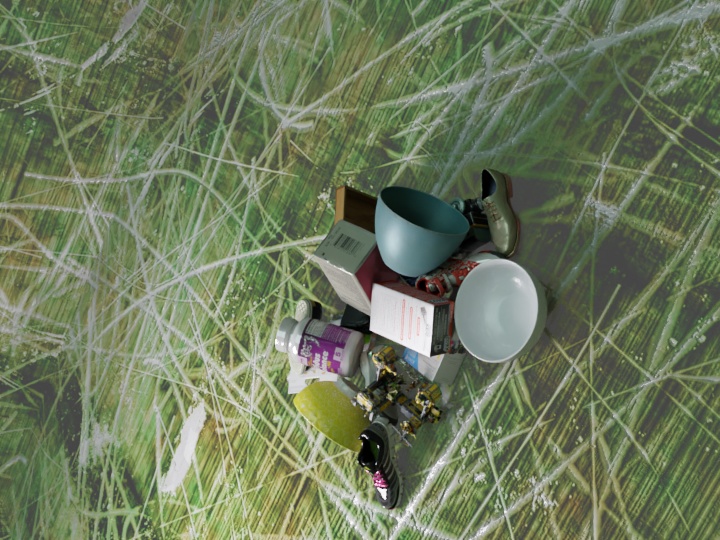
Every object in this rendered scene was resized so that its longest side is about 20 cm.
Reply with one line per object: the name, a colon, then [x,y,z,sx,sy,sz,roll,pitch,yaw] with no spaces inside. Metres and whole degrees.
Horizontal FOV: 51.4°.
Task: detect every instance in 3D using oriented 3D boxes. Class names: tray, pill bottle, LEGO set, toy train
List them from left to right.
pill bottle: [-0.098,0.177,1.779,0.197,0.112,0.114,14,87,14]
tray: [0.024,-0.124,1.782,0.037,0.198,0.100,-16,65,45]
LEGO set: [0.067,0.271,1.585,0.200,0.115,0.155,43,141,20]
toy train: [0.201,-0.084,1.654,0.199,0.084,0.116,-29,65,41]

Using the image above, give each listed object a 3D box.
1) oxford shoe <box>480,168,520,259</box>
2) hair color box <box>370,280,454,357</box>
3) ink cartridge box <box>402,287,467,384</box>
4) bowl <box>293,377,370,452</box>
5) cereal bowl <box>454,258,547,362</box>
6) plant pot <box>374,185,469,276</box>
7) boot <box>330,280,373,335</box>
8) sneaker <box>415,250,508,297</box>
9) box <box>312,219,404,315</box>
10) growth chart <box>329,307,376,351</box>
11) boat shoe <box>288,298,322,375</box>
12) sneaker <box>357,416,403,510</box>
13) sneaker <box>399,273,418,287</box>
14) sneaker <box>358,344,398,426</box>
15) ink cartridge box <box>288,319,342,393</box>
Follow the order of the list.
oxford shoe: [0.283,-0.120,1.568,0.070,0.073,0.203,-29,56,39]
hair color box: [0.106,0.098,1.582,0.199,0.063,0.113,21,112,51]
ink cartridge box: [0.181,0.127,1.607,0.115,0.067,0.202,32,102,49]
bowl: [-0.045,0.314,1.727,0.108,0.199,0.200,-54,41,2]
cereal bowl: [0.285,0.082,1.476,0.198,0.083,0.203,-10,76,42]
plant pot: [0.112,-0.068,1.558,0.200,0.198,0.136,51,129,46]
boot: [-0.016,0.073,1.837,0.196,0.073,0.165,-2,63,39]
sneaker: [0.208,0.015,1.567,0.200,0.068,0.108,-2,31,44]
box: [0.000,0.000,1.690,0.127,0.201,0.109,26,69,33]
growth chart: [-0.022,0.157,1.883,0.199,0.018,0.147,-9,70,48]
boat shoe: [-0.135,0.169,1.887,0.074,0.062,0.203,22,107,46]
sneaker: [0.036,0.428,1.631,0.073,0.087,0.203,-5,94,43]
sneaker: [0.104,-0.038,1.731,0.069,0.079,0.201,-18,30,10]
sneaker: [0.052,0.260,1.715,0.079,0.073,0.202,-35,52,30]
ink cartridge box: [-0.103,0.223,1.904,0.199,0.043,0.176,-14,67,46]
